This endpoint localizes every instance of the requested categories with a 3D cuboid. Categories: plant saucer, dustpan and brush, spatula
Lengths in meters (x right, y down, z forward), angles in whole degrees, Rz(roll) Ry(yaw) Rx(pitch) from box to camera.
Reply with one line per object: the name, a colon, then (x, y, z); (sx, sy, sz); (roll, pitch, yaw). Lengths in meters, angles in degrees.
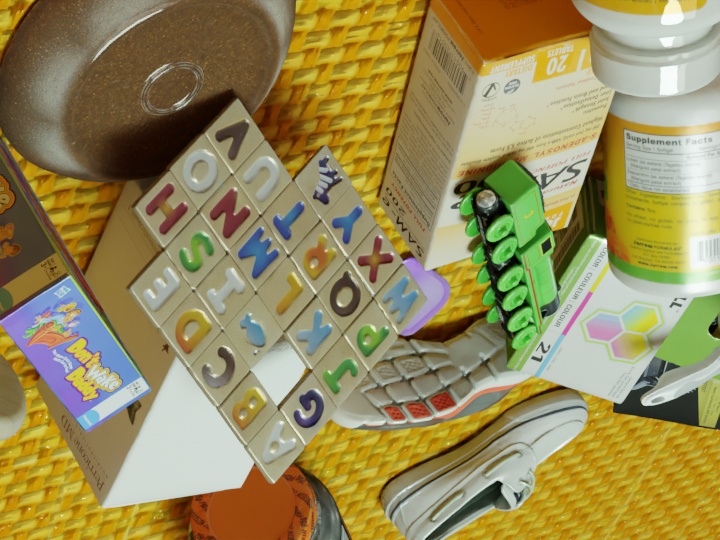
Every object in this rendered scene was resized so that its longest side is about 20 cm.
plant saucer: (-0.119, -0.119, 1.356); (0.199, 0.037, 0.201); (-24, 147, -16)
dustpan and brush: (0.295, 0.048, 1.716); (0.199, 0.057, 0.140); (-19, 144, -6)
spatula: (0.000, 0.000, 1.634); (0.056, 0.021, 0.200); (-42, 147, 14)

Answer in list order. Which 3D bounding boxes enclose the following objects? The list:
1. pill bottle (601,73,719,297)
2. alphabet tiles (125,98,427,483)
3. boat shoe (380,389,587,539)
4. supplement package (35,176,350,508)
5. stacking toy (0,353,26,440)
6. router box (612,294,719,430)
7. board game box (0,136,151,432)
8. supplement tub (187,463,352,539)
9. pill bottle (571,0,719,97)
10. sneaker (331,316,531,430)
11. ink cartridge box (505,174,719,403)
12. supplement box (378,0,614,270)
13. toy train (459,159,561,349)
pill bottle: (0.224, -0.093, 1.585); (0.110, 0.111, 0.202); (-18, 118, -24)
alphabet tiles: (-0.055, 0.002, 1.400); (0.167, 0.008, 0.201); (-49, 121, -26)
boat shoe: (0.117, 0.176, 1.930); (0.199, 0.067, 0.074); (-30, 148, -8)
supplement package: (-0.114, 0.044, 1.498); (0.117, 0.117, 0.201); (-6, 137, -38)
stacking toy: (-0.308, 0.127, 1.474); (0.200, 0.086, 0.085); (-42, 148, 22)
router box: (0.301, 0.054, 1.875); (0.156, 0.053, 0.201); (10, 141, 2)
board game box: (-0.196, -0.023, 1.254); (0.045, 0.200, 0.135); (-32, 149, -4)
supplement tub: (-0.064, 0.228, 1.782); (0.122, 0.123, 0.200); (-30, 147, -6)
pill bottle: (0.180, -0.213, 1.381); (0.112, 0.113, 0.201); (-21, 126, -21)
sneaker: (0.052, 0.098, 1.766); (0.199, 0.077, 0.082); (-11, 148, -31)
ink cartridge box: (0.230, 0.030, 1.750); (0.199, 0.076, 0.148); (19, 128, -14)
supplement box: (0.097, -0.104, 1.535); (0.125, 0.074, 0.201); (-17, 145, -25)
toy train: (0.108, -0.009, 1.570); (0.056, 0.042, 0.200); (-39, 152, -10)
